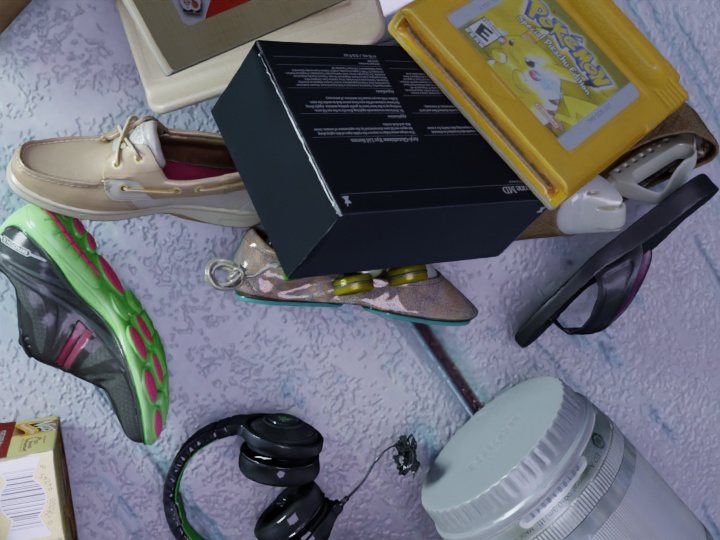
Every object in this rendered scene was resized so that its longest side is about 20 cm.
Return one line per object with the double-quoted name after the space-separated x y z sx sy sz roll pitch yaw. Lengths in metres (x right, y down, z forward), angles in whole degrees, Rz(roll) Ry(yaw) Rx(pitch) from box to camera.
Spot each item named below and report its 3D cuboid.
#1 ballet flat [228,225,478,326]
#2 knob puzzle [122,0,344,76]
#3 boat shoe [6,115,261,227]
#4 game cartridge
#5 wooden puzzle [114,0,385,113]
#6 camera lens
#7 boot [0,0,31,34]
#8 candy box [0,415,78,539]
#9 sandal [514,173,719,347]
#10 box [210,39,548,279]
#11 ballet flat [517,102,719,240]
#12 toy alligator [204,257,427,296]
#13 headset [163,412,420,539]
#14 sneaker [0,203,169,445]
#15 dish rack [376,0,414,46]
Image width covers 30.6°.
0.000 0.000 1.012 0.199 0.068 0.068 7 103 -12 "ballet flat"
-0.109 -0.241 0.848 0.219 0.030 0.221 10 73 -35 "knob puzzle"
-0.155 -0.081 0.963 0.199 0.074 0.069 2 137 -18 "boat shoe"
0.139 -0.155 0.966 0.176 0.032 0.200 48 50 5 "game cartridge"
-0.092 -0.233 0.944 0.184 0.046 0.201 -16 94 11 "wooden puzzle"
0.165 0.202 1.019 0.160 0.160 0.200 -43 102 -4 "camera lens"
-0.219 -0.209 0.916 0.200 0.066 0.175 -40 77 12 "boot"
-0.235 0.218 0.967 0.055 0.115 0.201 -7 97 -9 "candy box"
0.201 0.005 1.021 0.200 0.075 0.048 -42 78 21 "sandal"
0.018 -0.078 0.905 0.199 0.079 0.142 -6 58 -40 "box"
0.200 -0.068 1.023 0.199 0.072 0.068 -27 136 -21 "ballet flat"
-0.015 -0.013 0.959 0.199 0.054 0.060 -10 86 -9 "toy alligator"
-0.053 0.165 1.032 0.199 0.094 0.124 -11 102 6 "headset"
-0.209 0.045 0.985 0.084 0.077 0.201 -29 99 12 "sneaker"
-0.022 -0.234 0.999 0.199 0.044 0.172 -18 99 -8 "dish rack"
